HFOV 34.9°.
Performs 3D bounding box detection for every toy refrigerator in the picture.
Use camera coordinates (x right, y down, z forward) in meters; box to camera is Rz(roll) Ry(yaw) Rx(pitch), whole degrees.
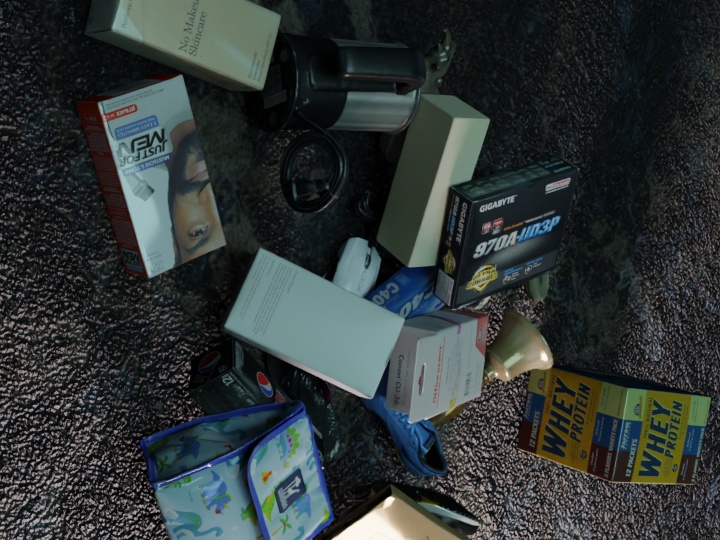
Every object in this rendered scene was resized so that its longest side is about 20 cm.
[{"bbox_3d":[0.091,-0.112,1.439,0.069,0.076,0.203,-4,120,-37],"label":"toy refrigerator"}]

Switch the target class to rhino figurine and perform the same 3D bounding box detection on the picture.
[{"bbox_3d":[0.079,-0.219,1.461,0.087,0.060,0.202,-25,147,-42],"label":"rhino figurine"}]

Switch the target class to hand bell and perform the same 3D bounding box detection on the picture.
[{"bbox_3d":[0.168,0.156,1.634,0.199,0.104,0.105,-37,118,-16],"label":"hand bell"}]

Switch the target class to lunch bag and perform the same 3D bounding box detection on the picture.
[{"bbox_3d":[-0.138,0.259,1.345,0.197,0.128,0.172,-19,117,-13],"label":"lunch bag"}]

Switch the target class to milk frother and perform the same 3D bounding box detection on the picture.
[{"bbox_3d":[-0.019,-0.177,1.370,0.186,0.180,0.204,-4,104,-36],"label":"milk frother"}]

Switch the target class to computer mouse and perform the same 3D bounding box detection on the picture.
[{"bbox_3d":[0.000,0.000,1.495,0.109,0.044,0.202,38,74,-36],"label":"computer mouse"}]

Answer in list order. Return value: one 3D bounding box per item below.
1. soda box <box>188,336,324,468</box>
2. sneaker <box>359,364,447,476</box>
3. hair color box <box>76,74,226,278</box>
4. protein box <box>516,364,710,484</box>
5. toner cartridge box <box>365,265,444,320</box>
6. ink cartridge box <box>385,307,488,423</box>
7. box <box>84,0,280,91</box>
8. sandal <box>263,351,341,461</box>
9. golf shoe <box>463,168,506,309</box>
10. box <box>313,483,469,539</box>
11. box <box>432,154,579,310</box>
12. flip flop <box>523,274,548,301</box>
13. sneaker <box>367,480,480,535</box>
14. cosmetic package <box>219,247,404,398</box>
[{"bbox_3d":[-0.125,0.177,1.399,0.070,0.064,0.201,-29,122,15],"label":"soda box"},{"bbox_3d":[0.063,0.200,1.556,0.066,0.078,0.202,-41,118,-23],"label":"sneaker"},{"bbox_3d":[-0.232,-0.107,1.287,0.110,0.063,0.203,-26,113,-33],"label":"hair color box"},{"bbox_3d":[0.380,0.229,1.727,0.198,0.197,0.137,9,92,-37],"label":"protein box"},{"bbox_3d":[0.066,0.037,1.525,0.199,0.043,0.096,-40,154,-26],"label":"toner cartridge box"},{"bbox_3d":[0.094,0.122,1.509,0.199,0.067,0.119,-10,108,-58],"label":"ink cartridge box"},{"bbox_3d":[-0.197,-0.275,1.277,0.198,0.077,0.097,14,89,-38],"label":"box"},{"bbox_3d":[-0.063,0.158,1.469,0.075,0.048,0.203,-35,117,-28],"label":"sandal"},{"bbox_3d":[0.196,-0.038,1.624,0.096,0.078,0.203,16,89,-44],"label":"golf shoe"},{"bbox_3d":[0.042,0.380,1.547,0.163,0.021,0.200,-38,125,16],"label":"box"},{"bbox_3d":[0.188,-0.051,1.483,0.198,0.046,0.161,-18,130,-36],"label":"box"},{"bbox_3d":[0.260,-0.027,1.642,0.082,0.057,0.201,-61,149,-32],"label":"flip flop"},{"bbox_3d":[0.078,0.357,1.606,0.198,0.070,0.091,22,96,-36],"label":"sneaker"},{"bbox_3d":[-0.059,0.065,1.382,0.198,0.085,0.109,28,80,-8],"label":"cosmetic package"}]
